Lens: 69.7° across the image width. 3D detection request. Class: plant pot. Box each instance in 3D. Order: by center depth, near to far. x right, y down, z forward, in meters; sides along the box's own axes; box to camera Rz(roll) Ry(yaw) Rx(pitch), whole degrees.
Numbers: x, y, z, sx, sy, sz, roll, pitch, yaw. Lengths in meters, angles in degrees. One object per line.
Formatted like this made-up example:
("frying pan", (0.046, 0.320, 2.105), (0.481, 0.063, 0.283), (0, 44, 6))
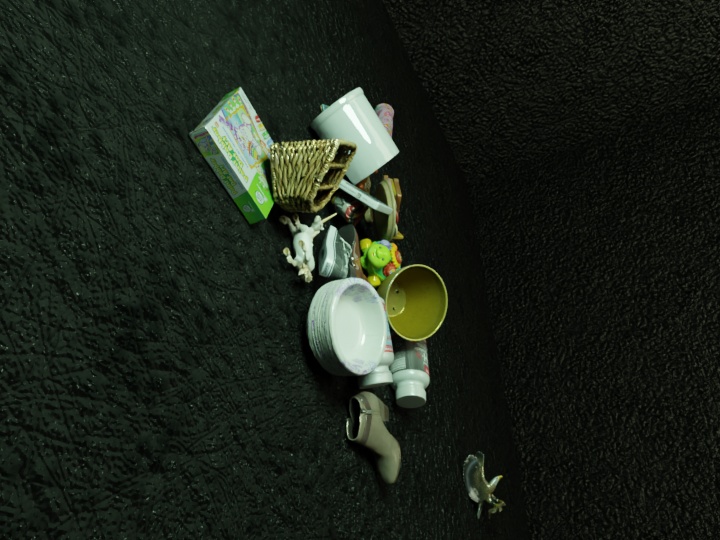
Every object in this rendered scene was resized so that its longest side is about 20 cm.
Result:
("plant pot", (0.118, 0.085, 1.422), (0.198, 0.142, 0.203), (0, 91, -28))

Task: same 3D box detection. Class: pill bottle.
("pill bottle", (0.020, 0.171, 1.226), (0.109, 0.108, 0.202), (26, 50, -62))
("pill bottle", (0.134, 0.270, 1.431), (0.111, 0.110, 0.202), (51, 30, -44))

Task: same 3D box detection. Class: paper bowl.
("paper bowl", (-0.037, 0.121, 1.094), (0.200, 0.104, 0.203), (20, 64, -51))

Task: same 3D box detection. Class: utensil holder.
("utensil holder", (-0.011, -0.361, 1.403), (0.201, 0.169, 0.170), (53, 25, -10))

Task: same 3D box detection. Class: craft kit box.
("craft kit box", (-0.225, -0.225, 1.006), (0.201, 0.048, 0.198), (59, 28, -32))

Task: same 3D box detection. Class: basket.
("basket", (-0.087, -0.194, 1.080), (0.200, 0.147, 0.145), (-46, 133, -77))

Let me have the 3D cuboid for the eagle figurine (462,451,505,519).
("eagle figurine", (0.436, 0.762, 1.844), (0.200, 0.150, 0.152), (50, -33, 24))

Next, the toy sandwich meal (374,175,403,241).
("toy sandwich meal", (0.093, -0.183, 1.543), (0.205, 0.069, 0.208), (175, -90, -78))

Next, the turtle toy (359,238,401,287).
("turtle toy", (0.060, -0.029, 1.484), (0.200, 0.100, 0.147), (12, 63, -66))

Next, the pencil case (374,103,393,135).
("pencil case", (0.083, -0.557, 1.963), (0.088, 0.087, 0.201), (57, 27, -36))

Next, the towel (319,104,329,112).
("towel", (-0.059, -0.431, 1.597), (0.200, 0.021, 0.148), (-25, 97, -69))

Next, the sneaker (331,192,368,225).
("sneaker", (-0.028, -0.176, 1.403), (0.082, 0.078, 0.200), (40, 4, 6))

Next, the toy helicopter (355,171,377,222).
("toy helicopter", (0.014, -0.243, 1.576), (0.132, 0.078, 0.202), (-59, 142, -71))

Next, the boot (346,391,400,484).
("boot", (0.023, 0.375, 1.157), (0.146, 0.070, 0.202), (27, 48, -53))

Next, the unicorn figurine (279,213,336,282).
("unicorn figurine", (-0.122, -0.066, 1.120), (0.137, 0.073, 0.202), (52, 42, -62))

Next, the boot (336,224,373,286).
("boot", (0.000, 0.000, 1.365), (0.200, 0.068, 0.190), (48, 28, -53))

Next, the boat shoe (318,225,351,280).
("boat shoe", (-0.054, -0.040, 1.186), (0.067, 0.074, 0.200), (20, 20, -13))

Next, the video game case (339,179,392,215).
("video game case", (-0.010, -0.206, 1.366), (0.181, 0.023, 0.200), (33, 9, 10))
